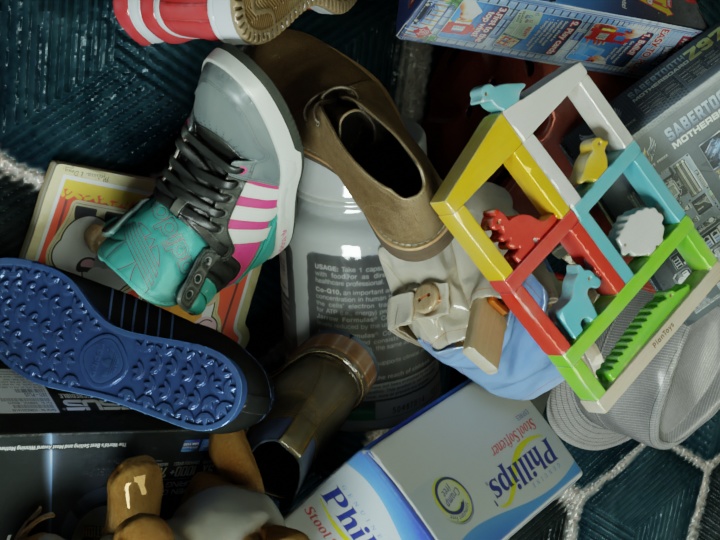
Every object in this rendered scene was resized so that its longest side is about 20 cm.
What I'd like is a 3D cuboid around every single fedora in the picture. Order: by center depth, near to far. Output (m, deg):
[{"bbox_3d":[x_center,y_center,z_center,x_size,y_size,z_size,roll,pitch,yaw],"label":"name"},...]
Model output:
[{"bbox_3d":[0.258,0.081,1.325,0.177,0.090,0.201,32,89,-41],"label":"fedora"}]

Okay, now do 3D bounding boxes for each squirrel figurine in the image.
[{"bbox_3d":[-0.130,0.211,0.933,0.186,0.142,0.201,-18,131,-16],"label":"squirrel figurine"}]

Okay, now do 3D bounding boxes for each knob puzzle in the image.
[{"bbox_3d":[-0.151,0.039,1.034,0.219,0.030,0.221,-16,119,-31],"label":"knob puzzle"}]

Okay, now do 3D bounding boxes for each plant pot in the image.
[{"bbox_3d":[0.162,-0.095,1.116,0.194,0.201,0.202,9,104,-32],"label":"plant pot"}]

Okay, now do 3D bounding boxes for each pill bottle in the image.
[{"bbox_3d":[0.000,0.000,1.077,0.113,0.113,0.201,-18,121,-30],"label":"pill bottle"}]

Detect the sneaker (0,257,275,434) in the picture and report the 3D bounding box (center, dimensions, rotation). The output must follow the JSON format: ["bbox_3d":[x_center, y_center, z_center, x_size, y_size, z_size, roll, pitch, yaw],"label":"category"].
[{"bbox_3d":[-0.145,0.050,0.948,0.071,0.199,0.078,-66,161,0],"label":"sneaker"}]

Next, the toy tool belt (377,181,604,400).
[{"bbox_3d":[0.101,0.038,1.015,0.125,0.123,0.200,-36,145,19],"label":"toy tool belt"}]

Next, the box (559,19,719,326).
[{"bbox_3d":[0.252,-0.080,1.022,0.200,0.051,0.158,-37,123,5],"label":"box"}]

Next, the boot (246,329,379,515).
[{"bbox_3d":[-0.067,0.123,1.044,0.200,0.075,0.097,-51,-178,45],"label":"boot"}]

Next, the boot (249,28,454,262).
[{"bbox_3d":[-0.010,-0.097,0.966,0.073,0.200,0.076,-37,149,-5],"label":"boot"}]

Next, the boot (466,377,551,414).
[{"bbox_3d":[0.087,0.132,1.231,0.181,0.072,0.201,-8,122,-50],"label":"boot"}]

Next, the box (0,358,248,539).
[{"bbox_3d":[-0.195,0.141,0.988,0.199,0.086,0.165,3,121,-38],"label":"box"}]

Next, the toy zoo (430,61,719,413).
[{"bbox_3d":[0.126,-0.031,0.938,0.131,0.020,0.200,-46,108,-21],"label":"toy zoo"}]

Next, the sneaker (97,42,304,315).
[{"bbox_3d":[-0.104,-0.041,0.940,0.121,0.084,0.200,-41,157,-23],"label":"sneaker"}]

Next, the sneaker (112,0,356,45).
[{"bbox_3d":[-0.076,-0.187,0.973,0.200,0.112,0.072,-39,128,-58],"label":"sneaker"}]

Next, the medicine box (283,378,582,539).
[{"bbox_3d":[0.022,0.180,1.057,0.200,0.103,0.182,-46,168,34],"label":"medicine box"}]

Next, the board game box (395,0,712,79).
[{"bbox_3d":[0.131,-0.212,1.023,0.199,0.062,0.201,19,56,-18],"label":"board game box"}]
